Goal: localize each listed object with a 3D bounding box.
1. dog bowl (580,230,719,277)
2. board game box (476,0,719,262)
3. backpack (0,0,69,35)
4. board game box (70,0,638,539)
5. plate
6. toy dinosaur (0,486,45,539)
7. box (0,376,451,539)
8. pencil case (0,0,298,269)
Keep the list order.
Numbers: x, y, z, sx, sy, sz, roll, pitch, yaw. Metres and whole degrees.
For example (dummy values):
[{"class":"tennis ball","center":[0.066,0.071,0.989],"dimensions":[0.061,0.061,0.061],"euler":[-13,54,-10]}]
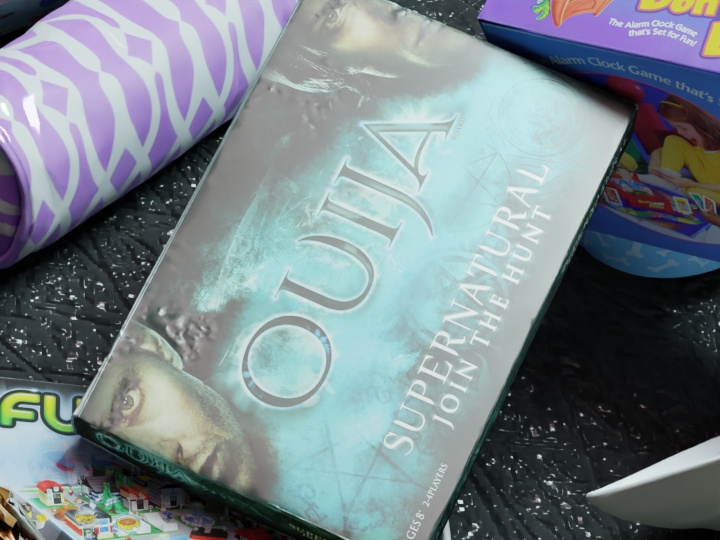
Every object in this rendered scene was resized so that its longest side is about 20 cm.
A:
[{"class":"dog bowl","center":[0.146,-0.077,1.276],"dimensions":[0.111,0.050,0.200],"euler":[9,50,22]},{"class":"board game box","center":[0.155,-0.051,1.115],"dimensions":[0.199,0.135,0.045],"euler":[15,63,27]},{"class":"backpack","center":[-0.170,-0.186,1.215],"dimensions":[0.177,0.200,0.151],"euler":[-22,63,-37]},{"class":"board game box","center":[0.000,0.000,1.077],"dimensions":[0.135,0.028,0.200],"euler":[23,67,9]},{"class":"plate","center":[0.214,0.052,1.087],"dimensions":[0.200,0.199,0.032],"euler":[-16,87,-51]},{"class":"toy dinosaur","center":[-0.122,0.156,0.932],"dimensions":[0.135,0.102,0.200],"euler":[0,39,-35]},{"class":"box","center":[-0.068,0.094,1.062],"dimensions":[0.199,0.035,0.110],"euler":[6,41,-11]},{"class":"pencil case","center":[-0.108,-0.073,1.203],"dimensions":[0.085,0.084,0.200],"euler":[23,37,28]}]
